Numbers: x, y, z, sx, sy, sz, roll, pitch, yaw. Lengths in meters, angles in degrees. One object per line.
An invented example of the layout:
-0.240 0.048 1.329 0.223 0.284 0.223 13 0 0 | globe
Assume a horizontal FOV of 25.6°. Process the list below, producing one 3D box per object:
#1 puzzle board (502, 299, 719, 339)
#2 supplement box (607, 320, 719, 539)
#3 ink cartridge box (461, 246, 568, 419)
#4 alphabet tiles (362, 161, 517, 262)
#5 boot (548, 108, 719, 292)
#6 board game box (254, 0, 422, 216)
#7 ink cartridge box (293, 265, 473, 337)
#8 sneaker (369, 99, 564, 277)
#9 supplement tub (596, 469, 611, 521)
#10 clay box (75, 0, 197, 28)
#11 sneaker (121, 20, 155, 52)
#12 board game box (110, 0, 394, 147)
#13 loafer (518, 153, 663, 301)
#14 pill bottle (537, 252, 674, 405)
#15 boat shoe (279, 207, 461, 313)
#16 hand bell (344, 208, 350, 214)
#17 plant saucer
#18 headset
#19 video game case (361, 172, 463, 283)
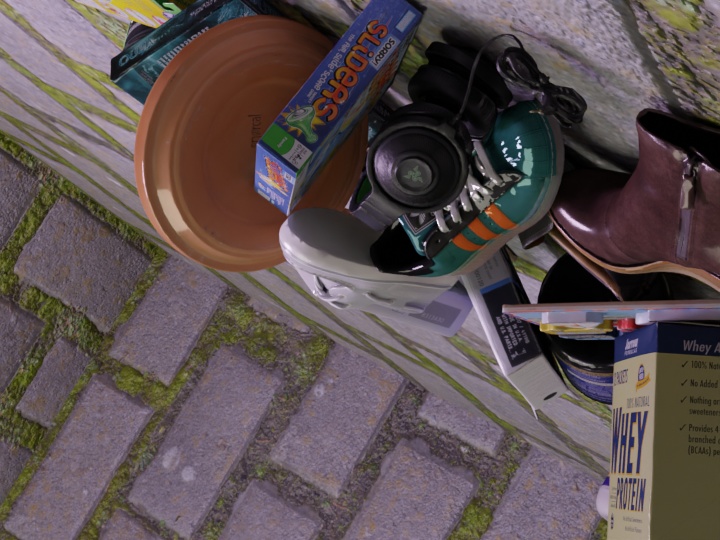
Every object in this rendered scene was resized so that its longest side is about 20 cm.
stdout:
0.221 0.037 1.158 0.200 0.017 0.151 -3 173 24 | puzzle board
0.286 0.146 1.125 0.200 0.200 0.134 4 173 -3 | supplement box
0.121 0.018 1.389 0.200 0.043 0.198 51 -164 -69 | ink cartridge box
0.082 -0.052 1.627 0.167 0.008 0.200 25 171 35 | alphabet tiles
0.192 -0.055 1.011 0.200 0.072 0.166 28 160 32 | boot
-0.020 -0.113 1.111 0.034 0.135 0.200 38 174 0 | board game box
-0.009 -0.029 1.406 0.161 0.050 0.200 18 -155 -37 | ink cartridge box
0.071 -0.048 1.112 0.071 0.080 0.200 66 149 21 | sneaker
0.300 0.145 1.305 0.145 0.200 0.145 31 173 4 | supplement tub
-0.200 -0.247 1.285 0.200 0.048 0.115 23 169 42 | clay box
-0.129 -0.170 1.369 0.200 0.084 0.077 24 171 35 | sneaker
-0.083 -0.140 1.277 0.200 0.135 0.028 37 -146 -40 | board game box
0.137 -0.048 1.164 0.200 0.072 0.073 30 174 13 | loafer
0.219 0.054 1.366 0.112 0.112 0.200 28 172 20 | pill bottle
0.000 0.000 1.236 0.072 0.069 0.200 46 -158 26 | boat shoe
-0.050 -0.068 1.682 0.200 0.104 0.104 28 173 7 | hand bell
-0.076 -0.093 1.212 0.200 0.200 0.032 37 174 -39 | plant saucer
0.064 -0.088 1.034 0.094 0.124 0.200 34 150 -9 | headset
0.038 -0.048 1.566 0.182 0.022 0.200 40 180 15 | video game case
